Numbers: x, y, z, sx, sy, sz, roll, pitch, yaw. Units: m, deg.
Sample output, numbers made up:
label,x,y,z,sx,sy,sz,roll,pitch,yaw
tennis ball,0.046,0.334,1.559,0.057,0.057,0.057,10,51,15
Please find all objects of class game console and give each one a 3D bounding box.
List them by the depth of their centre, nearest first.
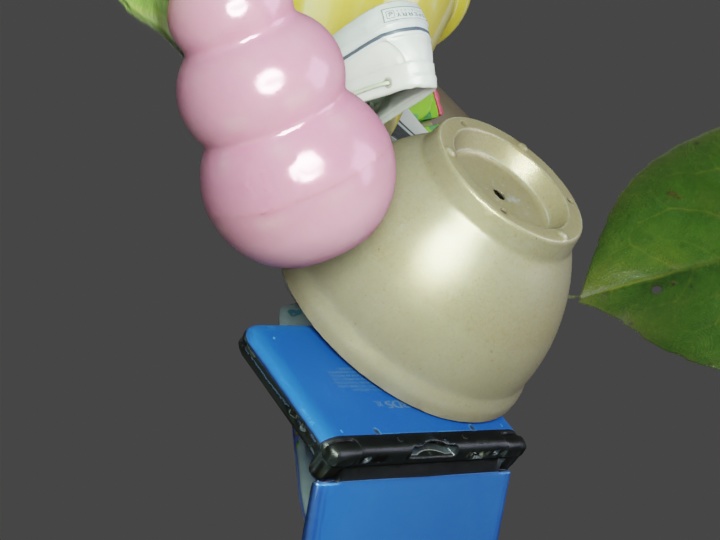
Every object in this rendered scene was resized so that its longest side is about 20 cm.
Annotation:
label,x,y,z,sx,sy,sz,roll,pitch,yaw
game console,0.004,0.134,1.343,0.200,0.118,0.171,4,40,-49

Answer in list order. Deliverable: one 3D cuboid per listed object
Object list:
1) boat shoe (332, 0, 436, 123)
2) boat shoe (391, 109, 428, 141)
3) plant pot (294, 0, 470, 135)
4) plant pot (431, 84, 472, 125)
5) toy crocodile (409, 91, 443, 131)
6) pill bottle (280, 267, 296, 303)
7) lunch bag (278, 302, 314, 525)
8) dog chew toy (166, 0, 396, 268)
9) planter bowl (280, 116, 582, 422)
label,x,y,z,sx,sy,sz,roll,pitch,yaw
boat shoe,-0.024,-0.104,1.352,0.200,0.073,0.067,-36,-116,48
boat shoe,0.032,-0.079,1.624,0.200,0.068,0.072,52,-32,39
plant pot,-0.021,-0.190,1.477,0.201,0.200,0.189,70,25,-52
plant pot,0.031,-0.096,1.835,0.174,0.200,0.200,60,11,-16
toy crocodile,0.052,-0.109,1.726,0.067,0.062,0.200,161,-86,-69
pill bottle,0.000,0.000,1.585,0.200,0.114,0.114,65,14,-67
lunch bag,-0.004,0.124,1.471,0.161,0.082,0.200,64,14,-55
dog chew toy,-0.057,-0.104,1.258,0.125,0.124,0.200,-84,153,-72
planter bowl,0.064,-0.017,1.370,0.200,0.135,0.200,29,28,-18
